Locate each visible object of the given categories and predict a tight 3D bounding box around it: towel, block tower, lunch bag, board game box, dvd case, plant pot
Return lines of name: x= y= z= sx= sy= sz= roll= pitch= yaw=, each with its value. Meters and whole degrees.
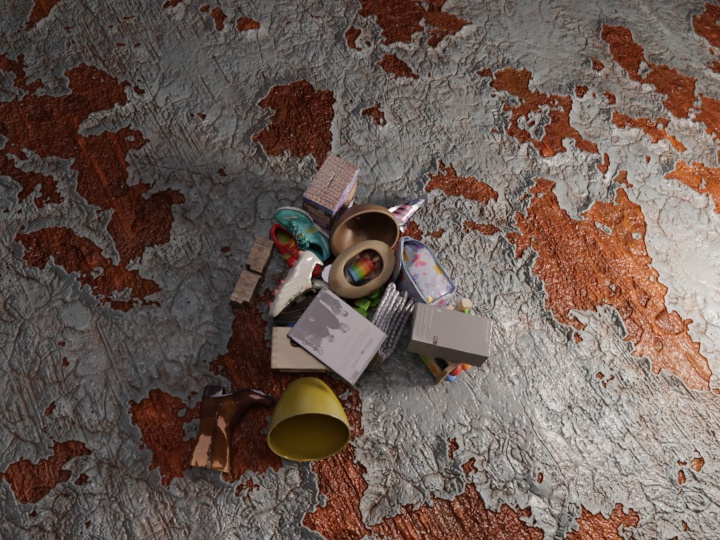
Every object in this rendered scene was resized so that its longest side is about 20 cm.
towel: x=0.065 y=0.153 z=1.559 sx=0.085 sy=0.166 sz=0.202 roll=25 pitch=67 yaw=2
block tower: x=-0.297 y=0.008 z=1.643 sx=0.053 sy=0.058 sz=0.202 roll=18 pitch=67 yaw=2
lunch bag: x=0.145 y=0.027 z=1.622 sx=0.126 sy=0.170 sz=0.201 roll=-23 pitch=72 yaw=-20
board game box: x=-0.087 y=-0.197 z=1.679 sx=0.096 sy=0.201 sz=0.161 roll=26 pitch=65 yaw=6
dvd case: x=-0.055 y=0.157 z=1.434 sx=0.199 sy=0.025 sz=0.151 roll=37 pitch=75 yaw=0
plant pot: x=0.002 y=-0.119 z=1.668 sx=0.198 sy=0.202 sz=0.093 roll=-11 pitch=47 yaw=-11
plant pot: x=-0.127 y=0.349 z=1.452 sx=0.197 sy=0.202 sz=0.143 roll=-1 pitch=41 yaw=-7

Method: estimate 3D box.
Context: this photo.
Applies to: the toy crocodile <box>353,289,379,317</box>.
toy crocodile: x=0.004 y=0.100 z=1.630 sx=0.061 sy=0.068 sz=0.201 roll=23 pitch=63 yaw=12

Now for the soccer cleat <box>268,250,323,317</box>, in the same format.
soccer cleat: x=-0.171 y=0.041 z=1.551 sx=0.077 sy=0.069 sz=0.201 roll=31 pitch=77 yaw=-4

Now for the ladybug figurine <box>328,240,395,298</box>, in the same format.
ladybug figurine: x=0.000 y=0.000 z=1.599 sx=0.198 sy=0.072 sz=0.137 roll=-29 pitch=86 yaw=-7

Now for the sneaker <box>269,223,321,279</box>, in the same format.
sneaker: x=-0.189 y=-0.052 z=1.665 sx=0.200 sy=0.085 sz=0.077 roll=43 pitch=69 yaw=13

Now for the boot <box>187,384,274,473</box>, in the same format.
boot: x=-0.316 y=0.391 z=1.461 sx=0.186 sy=0.069 sz=0.203 roll=7 pitch=66 yaw=-4

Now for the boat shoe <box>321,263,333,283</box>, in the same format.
boat shoe: x=-0.016 y=-0.005 z=1.671 sx=0.198 sy=0.070 sz=0.072 roll=-19 pitch=85 yaw=-7

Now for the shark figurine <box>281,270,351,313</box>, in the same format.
shark figurine: x=-0.135 y=0.051 z=1.634 sx=0.211 sy=0.090 sz=0.130 roll=-7 pitch=100 yaw=-1

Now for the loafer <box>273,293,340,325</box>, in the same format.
loafer: x=-0.135 y=0.103 z=1.571 sx=0.197 sy=0.073 sz=0.072 roll=-10 pitch=82 yaw=5

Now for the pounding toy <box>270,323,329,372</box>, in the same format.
pounding toy: x=-0.126 y=0.187 z=1.526 sx=0.197 sy=0.184 sz=0.144 roll=2 pitch=78 yaw=-6

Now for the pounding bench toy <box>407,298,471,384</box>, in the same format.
pounding bench toy: x=0.256 y=0.185 z=1.587 sx=0.199 sy=0.125 sz=0.157 roll=-32 pitch=73 yaw=-19

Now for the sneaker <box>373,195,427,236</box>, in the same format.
sneaker: x=0.126 y=-0.156 z=1.768 sx=0.198 sy=0.070 sz=0.083 roll=-27 pitch=88 yaw=-14

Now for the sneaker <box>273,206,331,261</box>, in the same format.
sneaker: x=-0.154 y=-0.102 z=1.630 sx=0.199 sy=0.077 sz=0.080 roll=38 pitch=41 yaw=-23

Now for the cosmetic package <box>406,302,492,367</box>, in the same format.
cosmetic package: x=0.221 y=0.161 z=1.478 sx=0.197 sy=0.090 sz=0.108 roll=10 pitch=62 yaw=1
